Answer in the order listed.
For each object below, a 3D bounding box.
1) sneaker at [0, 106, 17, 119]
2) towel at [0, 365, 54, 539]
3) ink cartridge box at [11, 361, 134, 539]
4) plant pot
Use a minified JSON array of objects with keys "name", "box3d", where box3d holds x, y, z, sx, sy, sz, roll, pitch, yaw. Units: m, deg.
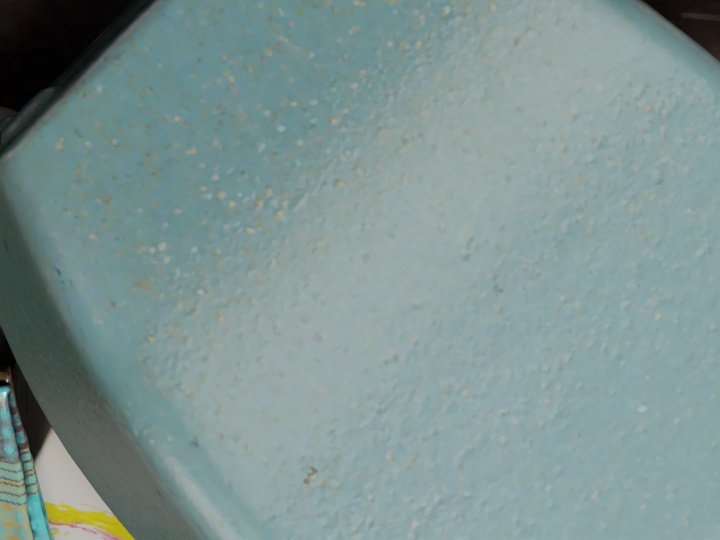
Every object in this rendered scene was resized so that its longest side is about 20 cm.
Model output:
[{"name":"sneaker","box3d":[-0.151,-0.021,0.759,0.199,0.066,0.091,18,88,-24]},{"name":"towel","box3d":[-0.170,0.116,0.845,0.146,0.022,0.201,-8,132,-4]},{"name":"ink cartridge box","box3d":[-0.066,0.067,0.877,0.116,0.067,0.200,14,130,-20]},{"name":"plant pot","box3d":[0.000,0.000,0.707,0.200,0.196,0.196,46,78,-10]}]
